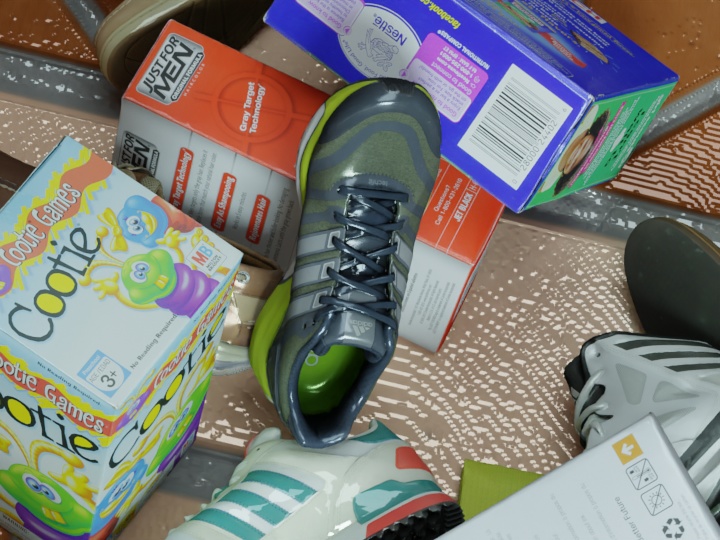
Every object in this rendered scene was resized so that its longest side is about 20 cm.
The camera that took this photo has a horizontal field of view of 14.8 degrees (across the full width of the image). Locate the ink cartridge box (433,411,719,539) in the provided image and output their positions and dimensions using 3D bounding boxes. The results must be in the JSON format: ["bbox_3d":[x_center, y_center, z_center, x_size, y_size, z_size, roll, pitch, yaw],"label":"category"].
[{"bbox_3d":[0.101,0.201,1.305,0.200,0.047,0.198,-31,75,5],"label":"ink cartridge box"}]

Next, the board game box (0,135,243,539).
[{"bbox_3d":[-0.136,0.046,1.331,0.103,0.200,0.105,34,61,9],"label":"board game box"}]

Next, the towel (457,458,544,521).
[{"bbox_3d":[0.145,0.153,1.432,0.200,0.018,0.086,11,55,-3],"label":"towel"}]

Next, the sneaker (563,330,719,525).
[{"bbox_3d":[0.125,0.105,1.421,0.200,0.076,0.115,-33,51,-24],"label":"sneaker"}]

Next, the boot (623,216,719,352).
[{"bbox_3d":[0.223,0.045,1.484,0.200,0.074,0.075,48,45,11],"label":"boot"}]

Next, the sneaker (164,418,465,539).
[{"bbox_3d":[-0.054,0.132,1.386,0.200,0.070,0.093,-18,49,-17],"label":"sneaker"}]

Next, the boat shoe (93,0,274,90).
[{"bbox_3d":[-0.079,-0.166,1.538,0.065,0.071,0.200,41,54,20],"label":"boat shoe"}]

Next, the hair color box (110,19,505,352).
[{"bbox_3d":[-0.029,-0.043,1.457,0.200,0.102,0.061,26,59,3],"label":"hair color box"}]

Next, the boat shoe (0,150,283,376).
[{"bbox_3d":[-0.128,-0.024,1.432,0.200,0.072,0.076,30,17,-1],"label":"boat shoe"}]

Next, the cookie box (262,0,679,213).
[{"bbox_3d":[0.064,-0.116,1.465,0.171,0.075,0.200,38,18,12],"label":"cookie box"}]

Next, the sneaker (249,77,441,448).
[{"bbox_3d":[0.000,0.000,1.356,0.074,0.200,0.081,5,29,-16],"label":"sneaker"}]
